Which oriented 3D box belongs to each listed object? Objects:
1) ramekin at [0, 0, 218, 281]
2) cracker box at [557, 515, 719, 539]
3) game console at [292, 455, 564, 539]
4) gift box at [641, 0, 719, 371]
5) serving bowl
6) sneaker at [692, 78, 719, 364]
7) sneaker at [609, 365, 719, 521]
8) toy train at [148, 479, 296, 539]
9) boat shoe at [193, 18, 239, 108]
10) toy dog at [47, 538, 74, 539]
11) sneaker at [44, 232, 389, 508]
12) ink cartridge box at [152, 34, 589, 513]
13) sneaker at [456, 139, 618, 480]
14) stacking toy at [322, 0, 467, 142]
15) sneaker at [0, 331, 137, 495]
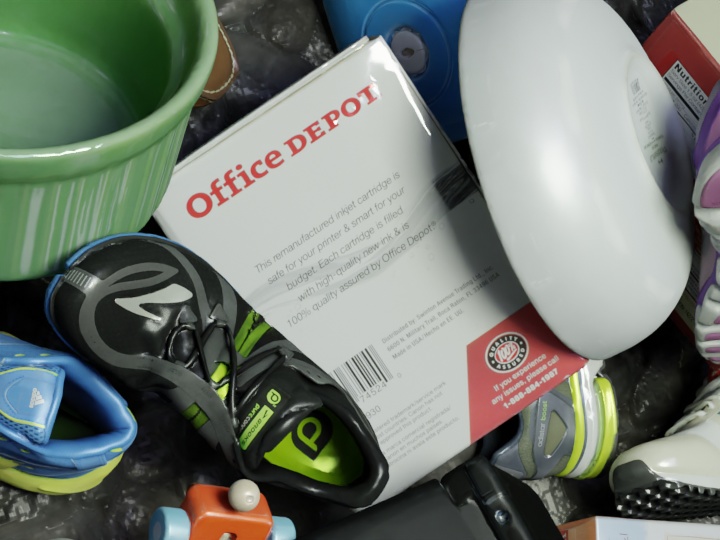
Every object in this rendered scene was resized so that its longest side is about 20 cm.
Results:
[{"bbox_3d":[-0.172,-0.089,1.176,0.199,0.098,0.201,8,46,-8],"label":"ramekin"},{"bbox_3d":[0.198,0.212,1.394,0.199,0.058,0.135,8,74,-30],"label":"cracker box"},{"bbox_3d":[0.065,0.204,1.201,0.116,0.176,0.201,-31,72,8],"label":"game console"},{"bbox_3d":[0.233,-0.077,1.410,0.186,0.200,0.185,-31,82,-34],"label":"gift box"},{"bbox_3d":[0.122,-0.060,1.259,0.200,0.066,0.201,46,34,-45],"label":"serving bowl"},{"bbox_3d":[0.204,-0.027,1.265,0.080,0.201,0.089,-7,53,4],"label":"sneaker"},{"bbox_3d":[0.201,0.088,1.410,0.199,0.070,0.094,2,71,-46],"label":"sneaker"},{"bbox_3d":[-0.140,0.136,1.176,0.199,0.151,0.056,5,39,-25],"label":"toy train"},{"bbox_3d":[-0.124,-0.166,1.264,0.200,0.074,0.076,52,49,-26],"label":"boat shoe"},{"bbox_3d":[-0.068,0.203,1.115,0.200,0.096,0.132,36,50,-32],"label":"toy dog"},{"bbox_3d":[-0.060,0.048,1.171,0.199,0.083,0.071,37,87,-27],"label":"sneaker"},{"bbox_3d":[0.000,0.000,1.278,0.146,0.083,0.201,-33,97,-2],"label":"ink cartridge box"},{"bbox_3d":[0.081,0.021,1.363,0.081,0.074,0.201,-11,82,-29],"label":"sneaker"},{"bbox_3d":[0.084,-0.148,1.400,0.200,0.116,0.110,-29,100,-46],"label":"stacking toy"},{"bbox_3d":[-0.191,0.045,1.172,0.199,0.105,0.076,21,70,-26],"label":"sneaker"}]
